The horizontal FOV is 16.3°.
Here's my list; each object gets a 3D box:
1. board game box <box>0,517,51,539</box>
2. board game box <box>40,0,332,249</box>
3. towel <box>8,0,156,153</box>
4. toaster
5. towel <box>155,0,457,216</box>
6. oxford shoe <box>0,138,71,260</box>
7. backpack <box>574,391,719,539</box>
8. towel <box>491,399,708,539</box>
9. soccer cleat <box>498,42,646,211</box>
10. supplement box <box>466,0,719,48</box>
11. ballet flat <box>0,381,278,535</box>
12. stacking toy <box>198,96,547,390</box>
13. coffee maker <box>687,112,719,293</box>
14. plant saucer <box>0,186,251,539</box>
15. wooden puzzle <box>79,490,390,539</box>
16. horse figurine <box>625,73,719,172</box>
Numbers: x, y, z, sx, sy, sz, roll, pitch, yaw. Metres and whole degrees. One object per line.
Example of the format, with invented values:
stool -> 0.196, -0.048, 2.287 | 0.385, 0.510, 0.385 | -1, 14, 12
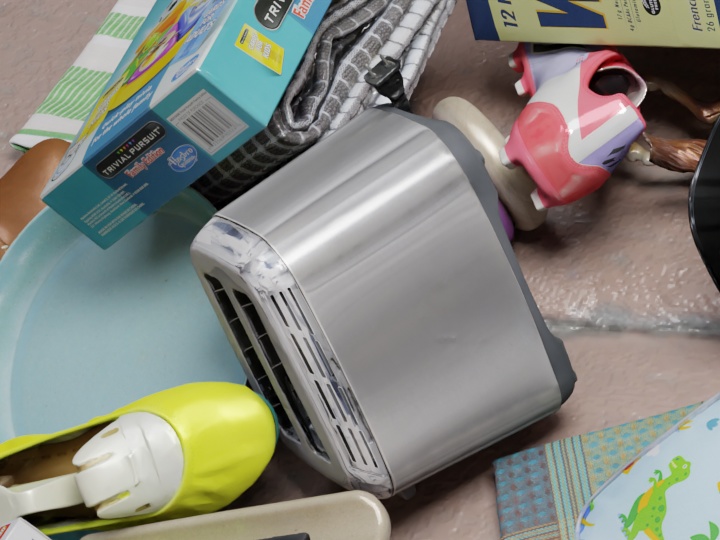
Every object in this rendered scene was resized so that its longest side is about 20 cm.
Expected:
board game box -> -0.228, 0.215, 1.209 | 0.126, 0.035, 0.200 | -26, 27, 55
board game box -> -0.072, -0.121, 1.287 | 0.151, 0.047, 0.200 | -33, 24, 45
towel -> -0.112, -0.136, 1.550 | 0.152, 0.023, 0.200 | 8, 53, 33
toaster -> 0.007, 0.013, 1.210 | 0.129, 0.200, 0.114 | -33, 25, -17
towel -> -0.032, -0.107, 1.373 | 0.166, 0.086, 0.200 | -34, 23, 52
oxford shoe -> -0.226, -0.011, 1.446 | 0.071, 0.071, 0.200 | 16, 57, 38
backpack -> 0.201, 0.124, 1.010 | 0.200, 0.147, 0.183 | -40, 49, 3
towel -> 0.162, 0.119, 1.164 | 0.200, 0.022, 0.147 | -17, 43, 13
soccer cleat -> 0.121, -0.095, 1.327 | 0.076, 0.067, 0.200 | -31, 16, 21
supplement box -> 0.180, -0.213, 1.324 | 0.200, 0.135, 0.200 | -28, 23, -35
ballet flat -> -0.133, 0.104, 1.244 | 0.200, 0.067, 0.067 | -16, -1, 32
stacking toy -> 0.000, 0.000, 1.329 | 0.200, 0.085, 0.085 | -39, 43, -3
coffee maker -> 0.257, -0.026, 1.154 | 0.200, 0.135, 0.192 | -2, 25, 38
plant saucer -> -0.128, 0.047, 1.320 | 0.200, 0.027, 0.201 | -11, 70, 33
wooden puzzle -> -0.095, 0.177, 1.131 | 0.185, 0.037, 0.200 | -12, 31, 28
horse figurine -> 0.218, -0.104, 1.330 | 0.132, 0.050, 0.200 | 8, 45, 27
